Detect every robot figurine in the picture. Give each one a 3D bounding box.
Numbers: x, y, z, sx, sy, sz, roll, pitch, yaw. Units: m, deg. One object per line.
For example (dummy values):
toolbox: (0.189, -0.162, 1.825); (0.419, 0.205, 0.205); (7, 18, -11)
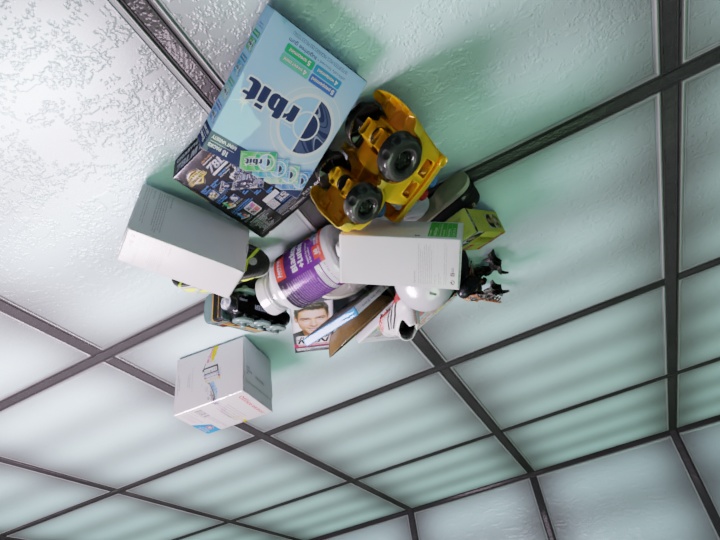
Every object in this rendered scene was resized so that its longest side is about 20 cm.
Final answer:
robot figurine: (0.138, -0.002, 1.030); (0.146, 0.129, 0.199); (-18, -174, 30)

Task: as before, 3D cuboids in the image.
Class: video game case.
video game case: (0.109, 0.108, 1.270); (0.178, 0.023, 0.200); (0, 144, -43)
video game case: (-0.021, 0.081, 1.104); (0.141, 0.018, 0.199); (-34, -179, 28)

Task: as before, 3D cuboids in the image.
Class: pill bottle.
pill bottle: (-0.110, 0.007, 1.059); (0.196, 0.114, 0.111); (-30, 139, 23)

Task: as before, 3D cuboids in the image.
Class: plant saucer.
plant saucer: (-0.005, 0.115, 1.212); (0.199, 0.036, 0.200); (-42, 173, -6)

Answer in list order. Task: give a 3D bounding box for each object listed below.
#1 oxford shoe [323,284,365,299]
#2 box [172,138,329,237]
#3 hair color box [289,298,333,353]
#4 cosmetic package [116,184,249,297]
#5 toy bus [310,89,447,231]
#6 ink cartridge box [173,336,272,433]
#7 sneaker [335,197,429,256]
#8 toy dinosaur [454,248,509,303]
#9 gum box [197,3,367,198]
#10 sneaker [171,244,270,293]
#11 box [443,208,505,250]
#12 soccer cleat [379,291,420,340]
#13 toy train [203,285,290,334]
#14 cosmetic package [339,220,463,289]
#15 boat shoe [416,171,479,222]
oxford shoe: (0.000, 0.000, 1.109); (0.193, 0.077, 0.058); (-19, 149, -2)
box: (-0.167, -0.167, 0.879); (0.197, 0.051, 0.197); (-34, 134, 24)
hair color box: (-0.110, 0.106, 1.226); (0.095, 0.062, 0.203); (-5, 141, -6)
cosmetic package: (-0.296, -0.048, 0.921); (0.195, 0.110, 0.085); (24, 131, -25)
toy bus: (0.042, -0.146, 0.865); (0.202, 0.136, 0.190); (-51, 140, 11)
ink cartridge box: (-0.331, 0.283, 1.324); (0.194, 0.149, 0.148); (-19, 143, 12)
sneaker: (0.026, -0.105, 0.975); (0.198, 0.078, 0.100); (-38, 126, -4)
toy dinosaur: (0.257, 0.025, 1.212); (0.196, 0.106, 0.134); (2, 160, -45)
gum box: (-0.109, -0.228, 0.763); (0.167, 0.045, 0.203); (22, 109, -38)
sneaker: (-0.267, -0.002, 1.058); (0.192, 0.078, 0.077); (-7, 158, 6)
box: (0.208, -0.074, 1.012); (0.074, 0.051, 0.198); (-34, 168, 26)
soccer cleat: (0.083, 0.113, 1.129); (0.066, 0.088, 0.202); (-5, 153, -14)
toy train: (-0.237, 0.089, 1.144); (0.111, 0.089, 0.198); (-11, 161, 29)
cosmetic package: (0.069, -0.028, 0.883); (0.192, 0.108, 0.088); (4, 110, 10)
boat shoe: (0.133, -0.100, 1.014); (0.199, 0.075, 0.063); (-35, 129, 21)
